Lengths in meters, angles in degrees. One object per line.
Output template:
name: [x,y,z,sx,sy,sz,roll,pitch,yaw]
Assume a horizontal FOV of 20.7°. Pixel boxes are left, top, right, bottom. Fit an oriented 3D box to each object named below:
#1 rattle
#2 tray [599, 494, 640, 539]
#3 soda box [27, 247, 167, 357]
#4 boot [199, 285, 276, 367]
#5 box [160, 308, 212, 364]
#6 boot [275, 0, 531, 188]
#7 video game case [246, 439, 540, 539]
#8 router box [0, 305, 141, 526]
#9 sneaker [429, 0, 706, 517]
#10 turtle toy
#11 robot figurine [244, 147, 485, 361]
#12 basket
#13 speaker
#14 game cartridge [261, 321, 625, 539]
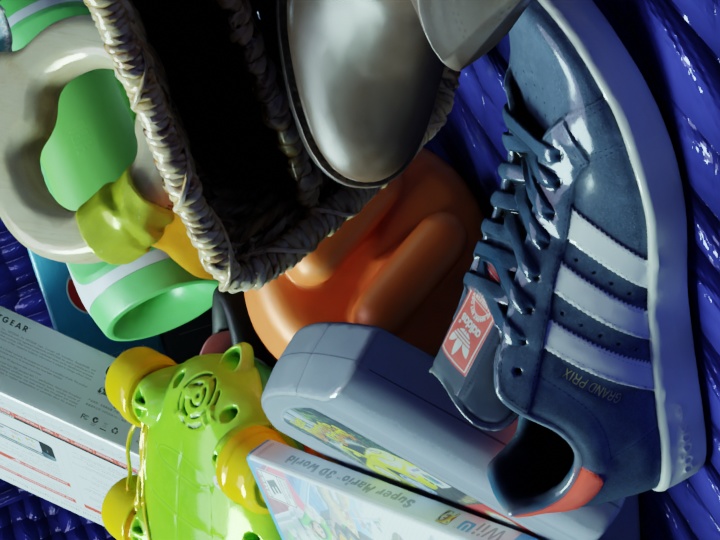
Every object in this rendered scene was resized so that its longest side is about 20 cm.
rattle: [-0.142,-0.082,1.046,0.199,0.142,0.131,28,113,32]
tray: [0.085,0.049,0.825,0.201,0.022,0.108,79,168,-48]
soda box: [-0.179,-0.030,1.234,0.068,0.064,0.202,-124,18,-74]
boot: [-0.019,0.065,1.140,0.073,0.143,0.201,51,163,46]
box: [-0.053,0.029,1.258,0.108,0.147,0.201,-112,6,-46]
boot: [0.019,-0.086,0.617,0.200,0.063,0.188,-116,27,-66]
video game case: [0.033,0.156,0.866,0.199,0.018,0.144,12,130,54]
router box: [-0.145,0.110,1.195,0.198,0.049,0.180,23,156,9]
sneaker: [0.059,0.002,0.651,0.075,0.084,0.202,-123,15,-59]
turtle toy: [-0.061,0.129,1.031,0.145,0.100,0.202,30,124,46]
robot figurine: [-0.001,-0.002,0.956,0.200,0.142,0.118,125,147,-81]
basket: [-0.031,-0.119,0.747,0.149,0.141,0.201,-112,1,-56]
speaker: [-0.145,-0.066,1.118,0.089,0.088,0.202,94,154,-72]
game cartridge: [0.024,0.069,0.811,0.132,0.041,0.200,33,169,-2]
